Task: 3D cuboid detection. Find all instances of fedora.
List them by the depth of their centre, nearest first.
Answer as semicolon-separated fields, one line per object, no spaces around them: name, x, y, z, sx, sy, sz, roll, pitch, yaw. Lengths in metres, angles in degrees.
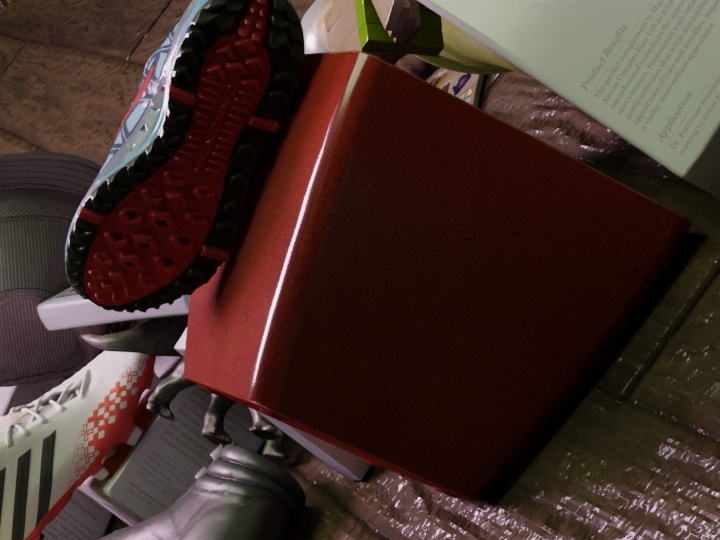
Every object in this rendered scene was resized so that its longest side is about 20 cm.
fedora;-0.227;0.014;1.644;0.200;0.177;0.090;107;156;-57

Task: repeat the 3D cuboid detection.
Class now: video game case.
video game case;-0.084;-0.016;1.539;0.182;0.022;0.200;-31;12;-30

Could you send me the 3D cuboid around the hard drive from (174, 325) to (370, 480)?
hard drive;0.000;0.000;1.408;0.200;0.132;0.027;-58;21;-16

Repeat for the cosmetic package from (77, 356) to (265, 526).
cosmetic package;-0.095;0.075;1.590;0.200;0.071;0.101;-56;19;-13

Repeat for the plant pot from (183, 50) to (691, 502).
plant pot;0.017;0.009;1.289;0.176;0.200;0.200;-67;20;-6

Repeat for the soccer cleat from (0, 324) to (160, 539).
soccer cleat;-0.201;0.108;1.535;0.200;0.085;0.069;-53;19;3

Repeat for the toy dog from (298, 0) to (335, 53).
toy dog;0.025;-0.180;1.774;0.200;0.096;0.132;-37;15;-14

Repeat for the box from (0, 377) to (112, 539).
box;-0.259;0.186;1.713;0.152;0.106;0.200;-37;24;37

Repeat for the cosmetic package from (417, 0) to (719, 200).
cosmetic package;0.127;-0.130;1.252;0.200;0.074;0.102;39;98;28

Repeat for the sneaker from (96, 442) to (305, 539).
sneaker;-0.099;0.156;1.466;0.200;0.071;0.099;-14;38;56

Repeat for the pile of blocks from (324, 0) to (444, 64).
pile of blocks;0.039;-0.173;1.335;0.082;0.062;0.200;-110;30;-45

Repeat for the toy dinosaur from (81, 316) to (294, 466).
toy dinosaur;-0.068;0.053;1.498;0.200;0.077;0.102;10;68;27

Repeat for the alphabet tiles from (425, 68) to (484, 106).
alphabet tiles;0.013;-0.062;1.687;0.200;0.008;0.167;-39;23;34

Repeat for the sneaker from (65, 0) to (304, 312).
sneaker;-0.086;-0.068;1.279;0.200;0.079;0.096;-57;16;20

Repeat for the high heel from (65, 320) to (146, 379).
high heel;-0.187;0.080;1.779;0.143;0.071;0.200;-46;2;-1

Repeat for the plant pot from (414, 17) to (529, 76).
plant pot;0.117;-0.185;1.420;0.200;0.200;0.184;-51;30;2
